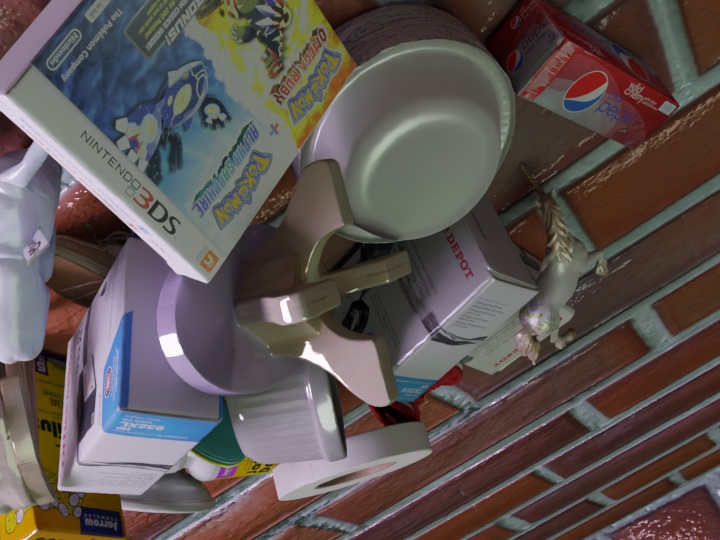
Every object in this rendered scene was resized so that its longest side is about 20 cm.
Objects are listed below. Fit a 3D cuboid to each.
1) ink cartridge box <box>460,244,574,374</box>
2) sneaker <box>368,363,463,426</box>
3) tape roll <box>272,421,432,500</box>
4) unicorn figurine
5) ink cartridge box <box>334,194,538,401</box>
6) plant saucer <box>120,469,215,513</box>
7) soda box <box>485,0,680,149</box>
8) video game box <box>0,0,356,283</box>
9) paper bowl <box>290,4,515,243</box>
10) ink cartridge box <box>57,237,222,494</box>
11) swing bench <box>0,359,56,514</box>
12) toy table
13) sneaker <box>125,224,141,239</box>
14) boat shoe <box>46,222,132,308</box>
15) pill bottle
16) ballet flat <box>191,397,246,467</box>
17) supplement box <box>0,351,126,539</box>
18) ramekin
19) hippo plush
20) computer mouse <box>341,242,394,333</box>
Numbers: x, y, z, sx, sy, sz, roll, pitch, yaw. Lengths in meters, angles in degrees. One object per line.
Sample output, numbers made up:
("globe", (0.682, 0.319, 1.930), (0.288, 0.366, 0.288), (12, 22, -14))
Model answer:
("ink cartridge box", (0.152, 0.040, 0.992), (0.145, 0.085, 0.199), (-39, 143, 22))
("sneaker", (0.071, 0.166, 1.077), (0.197, 0.117, 0.078), (13, 143, -37))
("tape roll", (-0.010, 0.233, 0.978), (0.199, 0.038, 0.203), (-15, 161, -5))
("unicorn figurine", (0.218, 0.003, 0.890), (0.073, 0.204, 0.136), (8, 172, 37))
("ink cartridge box", (0.067, 0.020, 0.845), (0.083, 0.147, 0.200), (14, 131, -42))
("plant saucer", (-0.278, 0.265, 1.018), (0.196, 0.051, 0.200), (8, 171, 1))
("soda box", (0.209, -0.179, 0.743), (0.198, 0.071, 0.063), (11, 134, -41))
("video game box", (-0.107, -0.125, 0.519), (0.202, 0.046, 0.183), (-58, 138, -16))
("paper bowl", (0.038, -0.108, 0.680), (0.197, 0.105, 0.203), (-14, 136, -14))
("ink cartridge box", (-0.190, 0.089, 0.681), (0.082, 0.148, 0.200), (11, 146, -29))
("swing bench", (-0.372, 0.107, 0.657), (0.195, 0.202, 0.131), (-12, 145, -16))
("toy table", (-0.046, 0.021, 0.617), (0.115, 0.187, 0.200), (-13, -164, 28))
("sneaker", (-0.115, -0.105, 0.662), (0.199, 0.076, 0.077), (-40, 169, 19))
("boat shoe", (-0.216, 0.006, 0.755), (0.072, 0.064, 0.199), (-12, 153, 33))
("pill bottle", (-0.158, 0.206, 1.010), (0.197, 0.105, 0.105), (0, 140, -32))
("ballet flat", (-0.204, 0.139, 0.862), (0.199, 0.067, 0.067), (39, 154, -12))
("supplement box", (-0.324, 0.194, 0.805), (0.109, 0.202, 0.108), (-35, 145, 18))
("ramekin", (-0.082, 0.106, 0.845), (0.103, 0.203, 0.202), (-12, 146, -1))
("hippo plush", (-0.296, -0.022, 0.553), (0.158, 0.163, 0.199), (6, 180, -20))
("computer mouse", (0.000, 0.000, 0.780), (0.034, 0.203, 0.058), (26, 156, -17))
